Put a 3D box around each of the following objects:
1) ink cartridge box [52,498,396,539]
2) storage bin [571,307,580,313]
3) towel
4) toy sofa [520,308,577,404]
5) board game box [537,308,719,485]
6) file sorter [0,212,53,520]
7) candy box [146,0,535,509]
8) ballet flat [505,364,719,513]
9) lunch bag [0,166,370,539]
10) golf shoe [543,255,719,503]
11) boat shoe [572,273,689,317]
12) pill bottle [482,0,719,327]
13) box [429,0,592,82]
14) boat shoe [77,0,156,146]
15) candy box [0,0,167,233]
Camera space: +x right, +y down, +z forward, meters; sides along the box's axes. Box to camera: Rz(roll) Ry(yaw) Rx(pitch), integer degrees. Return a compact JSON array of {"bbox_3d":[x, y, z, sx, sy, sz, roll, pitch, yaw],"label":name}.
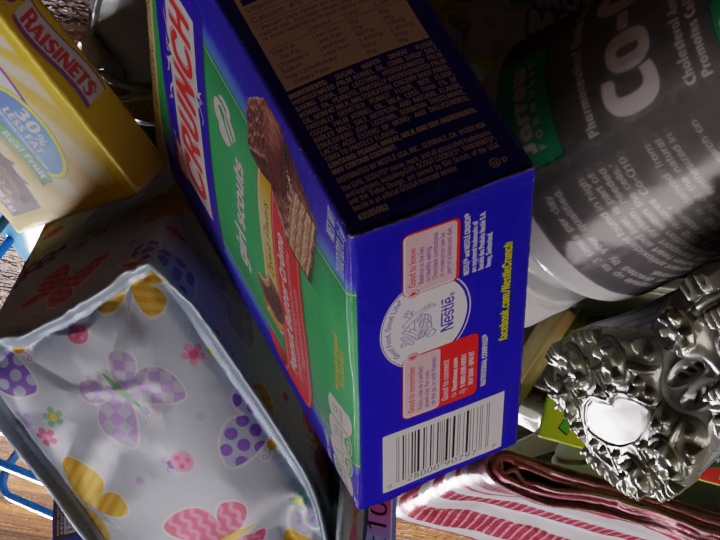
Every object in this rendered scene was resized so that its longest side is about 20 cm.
[{"bbox_3d":[-0.076,0.080,1.278,0.199,0.137,0.076,16,158,-39],"label":"ink cartridge box"},{"bbox_3d":[0.145,0.057,1.445,0.134,0.146,0.200,-22,-179,-32],"label":"storage bin"},{"bbox_3d":[0.103,0.130,1.323,0.143,0.023,0.200,17,165,-10],"label":"towel"},{"bbox_3d":[0.000,0.000,1.245,0.199,0.083,0.098,34,-179,4],"label":"toy sofa"},{"bbox_3d":[0.147,0.051,1.221,0.101,0.048,0.200,15,-171,8],"label":"board game box"},{"bbox_3d":[-0.174,0.029,1.351,0.138,0.123,0.200,15,151,46],"label":"file sorter"},{"bbox_3d":[-0.013,-0.043,0.970,0.077,0.201,0.170,-19,144,-14],"label":"candy box"},{"bbox_3d":[0.109,0.090,1.332,0.063,0.068,0.200,-27,-148,-30],"label":"ballet flat"},{"bbox_3d":[-0.056,0.061,1.119,0.127,0.170,0.201,-27,107,16],"label":"lunch bag"},{"bbox_3d":[0.146,0.033,1.025,0.097,0.079,0.200,-28,178,-26],"label":"golf shoe"},{"bbox_3d":[0.114,-0.015,1.165,0.198,0.067,0.075,8,165,-10],"label":"boat shoe"},{"bbox_3d":[0.117,-0.056,1.012,0.199,0.114,0.113,-29,144,36],"label":"pill bottle"},{"bbox_3d":[0.050,-0.092,1.131,0.199,0.049,0.117,9,164,-9],"label":"box"},{"bbox_3d":[-0.087,-0.097,1.140,0.074,0.069,0.200,8,163,0],"label":"boat shoe"},{"bbox_3d":[-0.171,-0.105,1.061,0.102,0.026,0.200,-16,118,50],"label":"candy box"}]
